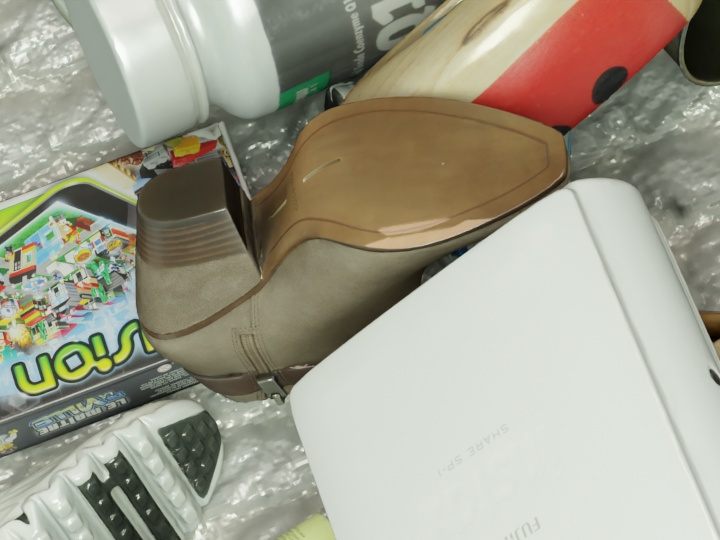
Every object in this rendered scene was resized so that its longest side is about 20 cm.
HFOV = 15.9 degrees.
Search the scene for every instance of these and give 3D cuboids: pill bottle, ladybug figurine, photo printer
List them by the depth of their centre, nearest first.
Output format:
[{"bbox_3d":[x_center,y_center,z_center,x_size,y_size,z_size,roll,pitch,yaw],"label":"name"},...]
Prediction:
[{"bbox_3d":[0.070,0.092,0.932,0.166,0.069,0.201,-36,60,30],"label":"photo printer"},{"bbox_3d":[0.071,-0.095,1.087,0.200,0.136,0.072,-40,97,11],"label":"ladybug figurine"},{"bbox_3d":[-0.029,-0.138,1.165,0.199,0.113,0.113,-25,63,-11],"label":"pill bottle"}]

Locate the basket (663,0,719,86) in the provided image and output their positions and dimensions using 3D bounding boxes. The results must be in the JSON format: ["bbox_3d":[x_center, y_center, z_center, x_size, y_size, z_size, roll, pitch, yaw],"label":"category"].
[{"bbox_3d":[0.140,-0.207,1.199,0.180,0.136,0.200,-40,61,-17],"label":"basket"}]

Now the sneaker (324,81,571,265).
[{"bbox_3d":[0.071,-0.031,1.154,0.086,0.075,0.200,-31,64,-14],"label":"sneaker"}]

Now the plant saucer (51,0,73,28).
[{"bbox_3d":[-0.068,-0.190,1.263,0.199,0.050,0.201,-3,63,6],"label":"plant saucer"}]

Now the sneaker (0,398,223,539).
[{"bbox_3d":[-0.147,0.118,1.112,0.200,0.075,0.081,-38,37,-20],"label":"sneaker"}]

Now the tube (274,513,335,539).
[{"bbox_3d":[-0.086,0.174,1.064,0.199,0.058,0.052,-32,91,-15],"label":"tube"}]

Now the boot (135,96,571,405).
[{"bbox_3d":[0.000,0.000,1.072,0.199,0.146,0.071,-4,57,14],"label":"boot"}]

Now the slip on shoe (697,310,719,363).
[{"bbox_3d":[0.089,0.040,1.023,0.076,0.061,0.200,-37,28,-27],"label":"slip on shoe"}]

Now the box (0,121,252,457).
[{"bbox_3d":[-0.137,0.016,1.178,0.199,0.035,0.110,-21,63,-3],"label":"box"}]
